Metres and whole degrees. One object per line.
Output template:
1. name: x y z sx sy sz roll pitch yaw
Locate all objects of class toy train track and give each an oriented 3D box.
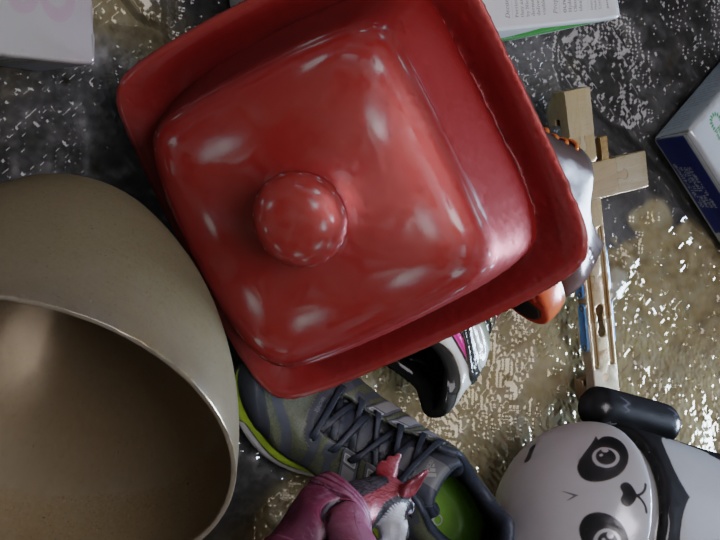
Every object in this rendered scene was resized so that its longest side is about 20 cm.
1. toy train track: 0.133 -0.012 1.113 0.114 0.032 0.201 -14 100 -40

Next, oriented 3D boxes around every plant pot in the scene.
1. plant pot: -0.148 0.032 0.851 0.200 0.200 0.135 35 40 -26

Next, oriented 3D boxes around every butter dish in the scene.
1. butter dish: -0.015 -0.038 0.861 0.200 0.199 0.148 63 16 -8

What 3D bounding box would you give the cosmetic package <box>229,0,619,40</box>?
1. cosmetic package: 0.034 -0.168 1.010 0.199 0.107 0.085 -12 96 -31

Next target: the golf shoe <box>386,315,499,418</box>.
1. golf shoe: 0.000 0.000 0.989 0.200 0.072 0.092 38 52 -24

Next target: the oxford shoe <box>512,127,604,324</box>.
1. oxford shoe: 0.084 -0.063 1.003 0.072 0.071 0.201 -41 134 -17

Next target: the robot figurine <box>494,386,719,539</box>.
1. robot figurine: 0.173 0.160 1.068 0.199 0.150 0.125 18 106 -31

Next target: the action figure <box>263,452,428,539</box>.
1. action figure: -0.043 0.161 0.910 0.149 0.134 0.200 42 65 -5

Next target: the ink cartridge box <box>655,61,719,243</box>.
1. ink cartridge box: 0.312 -0.075 1.222 0.200 0.041 0.200 -45 110 -27

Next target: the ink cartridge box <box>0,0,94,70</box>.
1. ink cartridge box: -0.212 -0.184 0.851 0.200 0.057 0.164 0 87 -58

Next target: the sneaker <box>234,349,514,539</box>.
1. sneaker: 0.013 0.100 0.996 0.200 0.081 0.074 39 68 -25
